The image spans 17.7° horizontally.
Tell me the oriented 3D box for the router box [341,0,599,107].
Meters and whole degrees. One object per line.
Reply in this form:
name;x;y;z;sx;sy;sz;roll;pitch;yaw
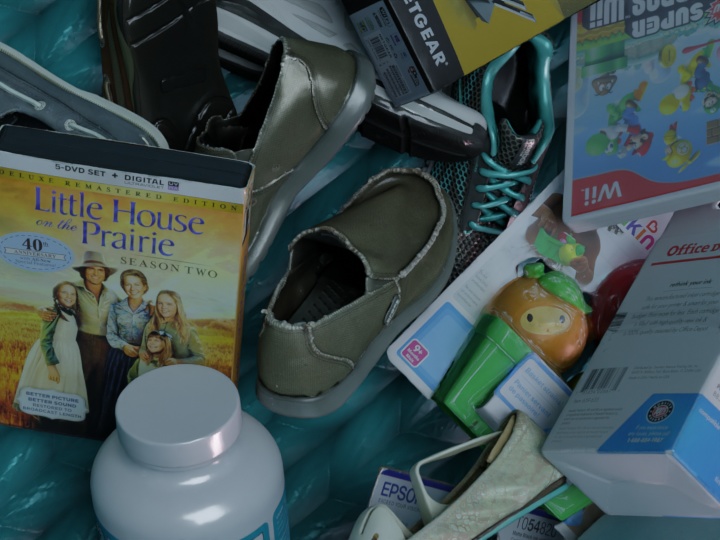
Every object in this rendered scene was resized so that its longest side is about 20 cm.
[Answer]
router box;0.045;-0.220;1.360;0.157;0.052;0.200;-32;98;-28

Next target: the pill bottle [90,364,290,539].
pill bottle;-0.095;0.152;1.326;0.110;0.111;0.200;-17;128;-17

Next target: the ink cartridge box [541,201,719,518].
ink cartridge box;0.201;0.042;1.319;0.067;0.116;0.200;42;65;-24

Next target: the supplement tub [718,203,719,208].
supplement tub;0.257;-0.105;1.474;0.122;0.123;0.200;-37;91;-15

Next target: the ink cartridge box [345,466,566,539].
ink cartridge box;0.038;0.229;1.404;0.199;0.041;0.201;21;81;-45

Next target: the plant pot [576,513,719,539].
plant pot;0.221;0.248;1.397;0.200;0.161;0.201;-21;131;-26

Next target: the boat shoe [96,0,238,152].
boat shoe;-0.118;-0.100;1.390;0.075;0.074;0.201;-13;113;-27

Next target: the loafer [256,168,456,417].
loafer;0.000;0.000;1.355;0.075;0.070;0.200;11;44;21

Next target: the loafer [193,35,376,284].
loafer;-0.074;-0.057;1.342;0.070;0.075;0.200;31;101;-27

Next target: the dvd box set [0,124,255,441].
dvd box set;-0.138;0.016;1.318;0.146;0.029;0.200;9;127;3

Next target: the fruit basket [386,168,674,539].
fruit basket;0.148;0.045;1.407;0.200;0.094;0.185;-44;97;2

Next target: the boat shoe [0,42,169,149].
boat shoe;-0.210;-0.085;1.333;0.199;0.062;0.073;21;116;6

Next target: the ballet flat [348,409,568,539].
ballet flat;0.032;0.147;1.315;0.200;0.067;0.062;-33;90;-27

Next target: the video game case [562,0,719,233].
video game case;0.189;-0.127;1.379;0.017;0.143;0.201;36;49;-47

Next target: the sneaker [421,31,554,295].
sneaker;0.081;-0.068;1.441;0.077;0.091;0.201;4;91;-17

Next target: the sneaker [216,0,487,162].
sneaker;0.002;-0.152;1.410;0.200;0.076;0.116;26;77;6
